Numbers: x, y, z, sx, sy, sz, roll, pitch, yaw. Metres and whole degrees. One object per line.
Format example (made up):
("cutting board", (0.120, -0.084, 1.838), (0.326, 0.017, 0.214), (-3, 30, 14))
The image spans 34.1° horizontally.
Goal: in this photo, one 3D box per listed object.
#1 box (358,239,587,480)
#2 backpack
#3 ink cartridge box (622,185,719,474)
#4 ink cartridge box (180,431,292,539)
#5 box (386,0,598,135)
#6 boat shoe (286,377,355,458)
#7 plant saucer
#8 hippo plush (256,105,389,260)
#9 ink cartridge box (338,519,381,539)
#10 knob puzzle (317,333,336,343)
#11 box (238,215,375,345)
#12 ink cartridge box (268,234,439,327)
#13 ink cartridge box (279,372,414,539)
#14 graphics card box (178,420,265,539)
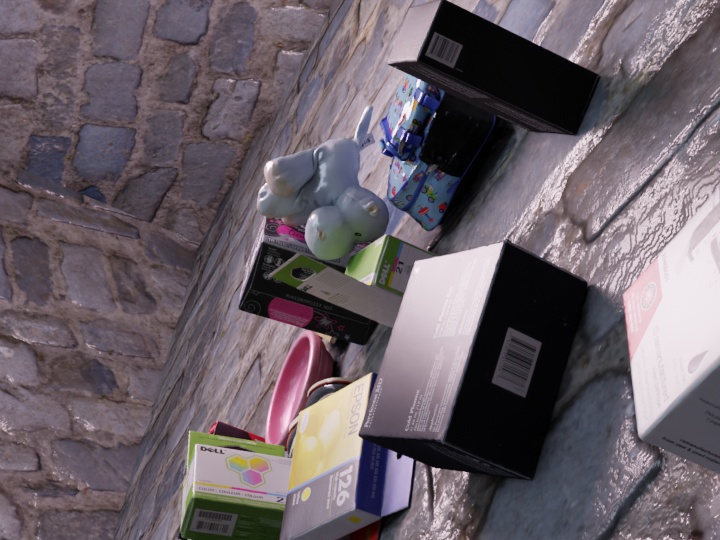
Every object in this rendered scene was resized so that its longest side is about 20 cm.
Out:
("box", (0.107, 0.089, 1.150), (0.182, 0.104, 0.201), (-10, 57, 64))
("backpack", (0.092, -0.165, 1.581), (0.183, 0.134, 0.201), (-93, 26, -62))
("ink cartridge box", (0.264, 0.014, 0.758), (0.200, 0.083, 0.145), (-55, 17, 38))
("ink cartridge box", (-0.160, 0.271, 1.580), (0.200, 0.147, 0.076), (-99, 23, -55))
("box", (0.146, -0.228, 1.329), (0.079, 0.199, 0.141), (-67, 15, 1))
("boat shoe", (-0.056, 0.218, 1.666), (0.200, 0.071, 0.063), (126, 155, -48))
("plant saucer", (-0.094, 0.197, 1.867), (0.200, 0.051, 0.202), (-160, 90, -75))
("hippo plush", (-0.028, -0.088, 1.630), (0.199, 0.161, 0.160), (-28, -24, -12))
("ink cartridge box", (-0.019, 0.287, 1.476), (0.176, 0.045, 0.201), (130, 158, -53))
("knob puzzle", (-0.024, 0.025, 1.925), (0.220, 0.030, 0.220), (-60, 17, 30))
("box", (-0.065, 0.003, 1.736), (0.115, 0.199, 0.133), (-90, 20, -56))
("ink cartridge box", (0.000, 0.000, 1.523), (0.148, 0.199, 0.076), (-29, 40, 67))
("ink cartridge box", (-0.013, 0.227, 1.436), (0.200, 0.047, 0.198), (-36, 32, 39))
("graphics card box", (-0.208, 0.357, 1.906), (0.051, 0.125, 0.201), (-46, 24, 54))
